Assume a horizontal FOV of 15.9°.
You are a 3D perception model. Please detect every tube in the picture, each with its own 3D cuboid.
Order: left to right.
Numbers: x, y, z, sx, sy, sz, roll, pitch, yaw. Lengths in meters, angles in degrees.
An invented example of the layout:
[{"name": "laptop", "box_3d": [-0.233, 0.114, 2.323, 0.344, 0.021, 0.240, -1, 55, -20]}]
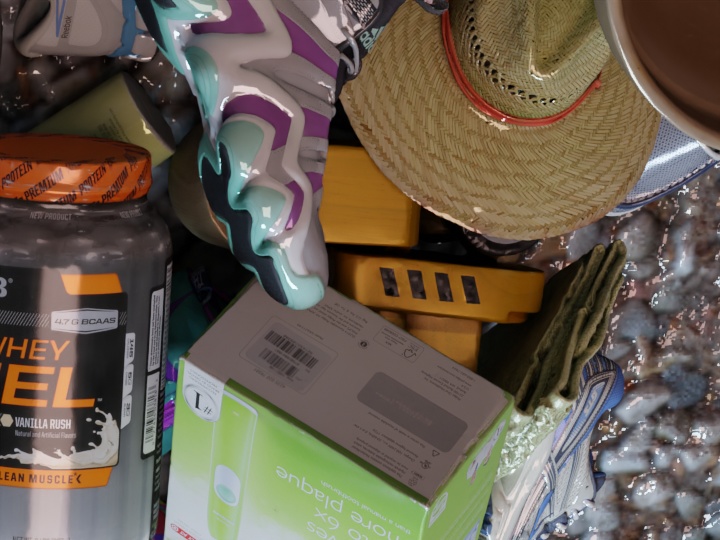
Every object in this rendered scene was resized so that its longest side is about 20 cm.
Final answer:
[{"name": "tube", "box_3d": [-0.191, -0.030, 1.342, 0.199, 0.052, 0.058, -34, 82, 8]}]

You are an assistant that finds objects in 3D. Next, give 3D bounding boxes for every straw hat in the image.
[{"name": "straw hat", "box_3d": [0.087, -0.124, 1.281, 0.199, 0.203, 0.085, 7, 160, -21]}]

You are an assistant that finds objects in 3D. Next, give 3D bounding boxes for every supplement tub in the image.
[{"name": "supplement tub", "box_3d": [-0.156, 0.038, 1.273, 0.122, 0.122, 0.202, 0, 101, -17]}]

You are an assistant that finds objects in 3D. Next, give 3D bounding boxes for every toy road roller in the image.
[{"name": "toy road roller", "box_3d": [0.000, 0.000, 1.344, 0.198, 0.123, 0.147, 6, 93, -18]}]

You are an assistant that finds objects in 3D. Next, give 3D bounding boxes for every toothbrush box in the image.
[{"name": "toothbrush box", "box_3d": [-0.016, 0.112, 1.300, 0.086, 0.145, 0.201, -48, 161, -34]}]

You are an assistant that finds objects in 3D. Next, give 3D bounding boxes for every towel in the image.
[{"name": "towel", "box_3d": [0.069, 0.076, 1.390, 0.036, 0.149, 0.200, 40, 134, -8]}]

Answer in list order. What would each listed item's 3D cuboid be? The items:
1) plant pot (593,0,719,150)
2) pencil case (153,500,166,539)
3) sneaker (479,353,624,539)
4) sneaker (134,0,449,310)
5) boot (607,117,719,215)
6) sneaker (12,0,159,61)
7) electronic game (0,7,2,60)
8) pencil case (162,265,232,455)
[{"name": "plant pot", "box_3d": [0.185, -0.158, 1.118, 0.199, 0.093, 0.202, -8, 121, -13]}, {"name": "pencil case", "box_3d": [-0.106, 0.203, 1.414, 0.088, 0.200, 0.089, -9, 116, -19]}, {"name": "sneaker", "box_3d": [0.100, 0.131, 1.507, 0.085, 0.077, 0.201, 10, 116, -26]}, {"name": "sneaker", "box_3d": [-0.016, -0.093, 1.231, 0.139, 0.078, 0.201, -20, 93, -18]}, {"name": "boot", "box_3d": [0.203, -0.093, 1.400, 0.200, 0.090, 0.073, -46, 122, 11]}, {"name": "sneaker", "box_3d": [-0.146, -0.187, 1.246, 0.086, 0.075, 0.201, -9, 120, -13]}, {"name": "electronic game", "box_3d": [-0.258, -0.096, 1.214, 0.199, 0.042, 0.201, -20, 126, -30]}, {"name": "pencil case", "box_3d": [-0.144, 0.081, 1.390, 0.199, 0.093, 0.085, -33, 123, 4]}]
